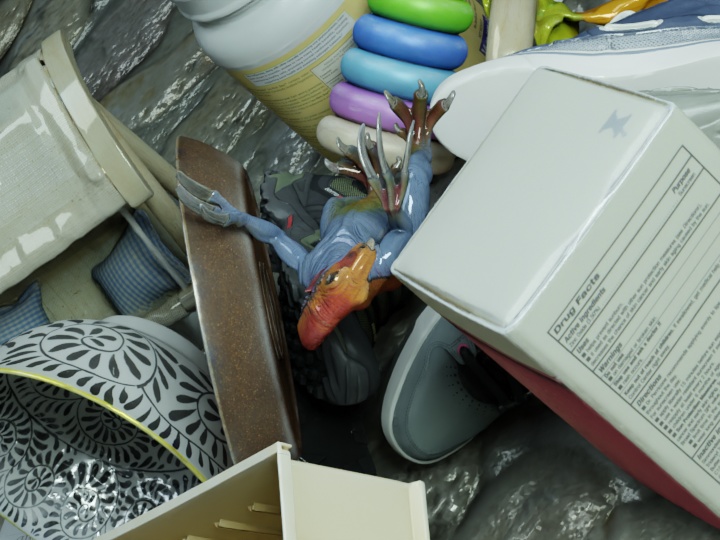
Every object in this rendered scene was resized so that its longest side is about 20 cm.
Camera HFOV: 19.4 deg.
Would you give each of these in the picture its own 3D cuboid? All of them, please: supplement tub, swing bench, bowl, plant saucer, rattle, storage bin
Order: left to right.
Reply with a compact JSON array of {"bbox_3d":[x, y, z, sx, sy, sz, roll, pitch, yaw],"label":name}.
[{"bbox_3d":[-0.196,0.000,1.277,0.199,0.200,0.130,-35,41,8],"label":"swing bench"},{"bbox_3d":[-0.136,0.089,1.202,0.201,0.201,0.094,-11,39,44],"label":"bowl"},{"bbox_3d":[-0.061,0.024,1.116,0.034,0.200,0.200,-11,40,1],"label":"plant saucer"},{"bbox_3d":[-0.057,0.216,1.055,0.200,0.094,0.199,-31,55,44],"label":"storage bin"},{"bbox_3d":[-0.016,-0.160,1.352,0.145,0.200,0.145,-30,38,27],"label":"supplement tub"},{"bbox_3d":[0.125,-0.076,1.261,0.130,0.143,0.200,126,151,-65],"label":"rattle"}]

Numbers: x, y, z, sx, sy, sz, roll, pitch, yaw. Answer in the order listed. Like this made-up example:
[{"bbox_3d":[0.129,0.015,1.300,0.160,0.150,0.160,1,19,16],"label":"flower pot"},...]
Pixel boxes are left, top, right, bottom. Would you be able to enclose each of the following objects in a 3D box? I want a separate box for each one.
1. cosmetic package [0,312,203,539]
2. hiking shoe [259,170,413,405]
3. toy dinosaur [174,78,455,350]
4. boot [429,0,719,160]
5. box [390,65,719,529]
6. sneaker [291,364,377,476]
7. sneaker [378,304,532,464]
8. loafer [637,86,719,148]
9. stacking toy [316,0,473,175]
[{"bbox_3d":[-0.154,0.112,1.362,0.102,0.074,0.200,-16,45,39],"label":"cosmetic package"},{"bbox_3d":[0.000,0.000,1.223,0.101,0.076,0.200,-7,38,-8],"label":"hiking shoe"},{"bbox_3d":[0.013,-0.013,1.043,0.105,0.200,0.182,-28,36,31],"label":"toy dinosaur"},{"bbox_3d":[0.141,-0.109,1.193,0.200,0.073,0.090,-3,32,10],"label":"boot"},{"bbox_3d":[0.136,0.017,0.997,0.128,0.200,0.109,-53,32,-6],"label":"box"},{"bbox_3d":[-0.035,0.132,1.225,0.088,0.076,0.200,122,153,-47],"label":"sneaker"},{"bbox_3d":[0.101,0.038,1.133,0.200,0.084,0.121,-49,23,-1],"label":"sneaker"},{"bbox_3d":[0.186,-0.067,1.106,0.200,0.070,0.070,5,23,17],"label":"loafer"},{"bbox_3d":[0.035,-0.161,1.252,0.085,0.085,0.200,26,106,56],"label":"stacking toy"}]
